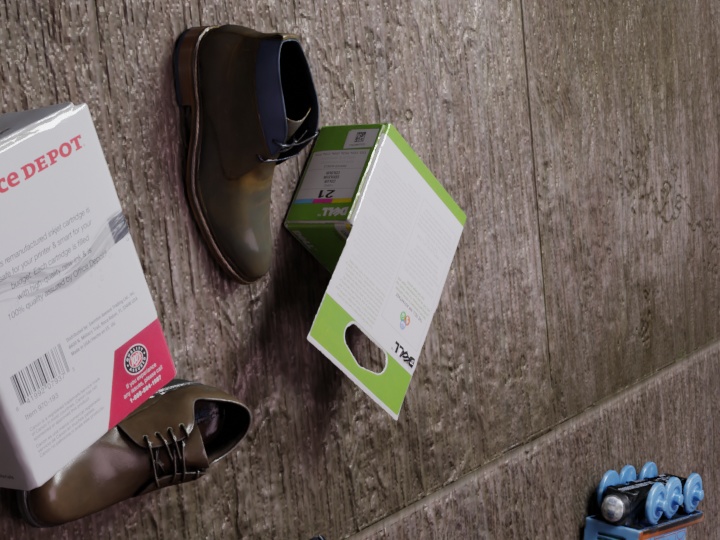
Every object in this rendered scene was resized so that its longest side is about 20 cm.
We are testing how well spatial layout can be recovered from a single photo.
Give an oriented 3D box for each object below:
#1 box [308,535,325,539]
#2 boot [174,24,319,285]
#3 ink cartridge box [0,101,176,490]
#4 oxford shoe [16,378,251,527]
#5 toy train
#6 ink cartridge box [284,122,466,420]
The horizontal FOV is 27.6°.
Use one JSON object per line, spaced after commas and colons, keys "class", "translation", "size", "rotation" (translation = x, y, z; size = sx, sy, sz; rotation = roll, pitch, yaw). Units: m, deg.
{"class": "box", "translation": [-0.067, 0.314, 1.039], "size": [0.198, 0.104, 0.149], "rotation": [-31, 123, -4]}
{"class": "boot", "translation": [-0.077, -0.086, 1.104], "size": [0.074, 0.096, 0.203], "rotation": [-28, 112, -49]}
{"class": "ink cartridge box", "translation": [-0.216, 0.012, 0.930], "size": [0.145, 0.083, 0.203], "rotation": [-38, 120, -46]}
{"class": "oxford shoe", "translation": [-0.152, 0.122, 1.019], "size": [0.199, 0.084, 0.074], "rotation": [-27, 113, -48]}
{"class": "toy train", "translation": [0.322, 0.284, 1.661], "size": [0.199, 0.086, 0.116], "rotation": [2, 98, -55]}
{"class": "ink cartridge box", "translation": [0.000, 0.000, 1.229], "size": [0.148, 0.075, 0.202], "rotation": [45, 57, -44]}
